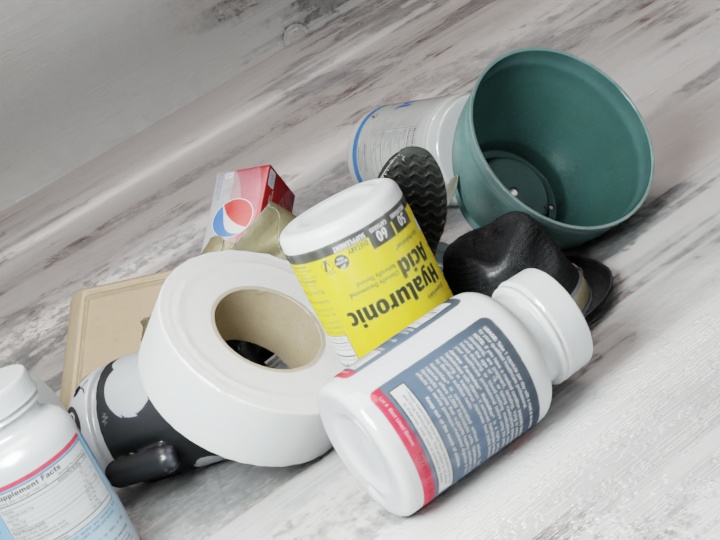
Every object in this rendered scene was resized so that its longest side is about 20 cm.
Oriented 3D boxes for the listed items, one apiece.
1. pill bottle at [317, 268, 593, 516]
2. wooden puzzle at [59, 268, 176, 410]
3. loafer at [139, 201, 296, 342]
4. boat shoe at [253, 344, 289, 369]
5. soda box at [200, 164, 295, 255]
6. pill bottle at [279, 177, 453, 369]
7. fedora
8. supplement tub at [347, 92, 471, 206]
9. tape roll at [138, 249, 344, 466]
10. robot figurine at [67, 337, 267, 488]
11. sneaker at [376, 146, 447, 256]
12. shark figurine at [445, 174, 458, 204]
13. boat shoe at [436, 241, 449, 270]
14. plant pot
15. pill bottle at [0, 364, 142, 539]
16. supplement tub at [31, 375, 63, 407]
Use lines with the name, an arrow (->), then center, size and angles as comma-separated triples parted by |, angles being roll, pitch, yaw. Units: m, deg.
pill bottle -> 0.078, 0.088, 1.218 | 0.199, 0.120, 0.119 | -33, 17, -19
wooden puzzle -> -0.236, 0.085, 1.716 | 0.199, 0.037, 0.186 | -15, 51, 18
loafer -> -0.137, 0.004, 1.540 | 0.200, 0.068, 0.076 | -34, -3, -8
boat shoe -> -0.051, 0.032, 1.547 | 0.073, 0.065, 0.201 | 25, 82, 33
soda box -> -0.125, -0.010, 1.645 | 0.070, 0.063, 0.201 | -8, 54, 24
pill bottle -> 0.023, 0.034, 1.317 | 0.111, 0.201, 0.111 | -26, 14, 7
fedora -> 0.130, 0.008, 1.422 | 0.200, 0.092, 0.201 | -25, 16, 8
supplement tub -> 0.086, -0.140, 1.879 | 0.132, 0.132, 0.200 | -36, 19, -28
tape roll -> -0.091, 0.074, 1.384 | 0.203, 0.202, 0.071 | -49, -13, -52
robot figurine -> -0.180, 0.129, 1.478 | 0.199, 0.126, 0.150 | -19, -8, 22
sneaker -> 0.036, -0.015, 1.412 | 0.070, 0.201, 0.090 | -1, 12, -7
shark figurine -> 0.020, 0.003, 1.507 | 0.214, 0.129, 0.089 | -30, 14, -23
boat shoe -> 0.009, 0.012, 1.612 | 0.199, 0.073, 0.062 | -9, 49, 28
plant pot -> 0.173, -0.100, 1.566 | 0.200, 0.200, 0.134 | -38, -8, -33
pill bottle -> -0.269, 0.184, 1.317 | 0.108, 0.201, 0.109 | -24, 16, 7
supplement tub -> -0.394, 0.199, 1.566 | 0.199, 0.132, 0.132 | -24, 17, 11
